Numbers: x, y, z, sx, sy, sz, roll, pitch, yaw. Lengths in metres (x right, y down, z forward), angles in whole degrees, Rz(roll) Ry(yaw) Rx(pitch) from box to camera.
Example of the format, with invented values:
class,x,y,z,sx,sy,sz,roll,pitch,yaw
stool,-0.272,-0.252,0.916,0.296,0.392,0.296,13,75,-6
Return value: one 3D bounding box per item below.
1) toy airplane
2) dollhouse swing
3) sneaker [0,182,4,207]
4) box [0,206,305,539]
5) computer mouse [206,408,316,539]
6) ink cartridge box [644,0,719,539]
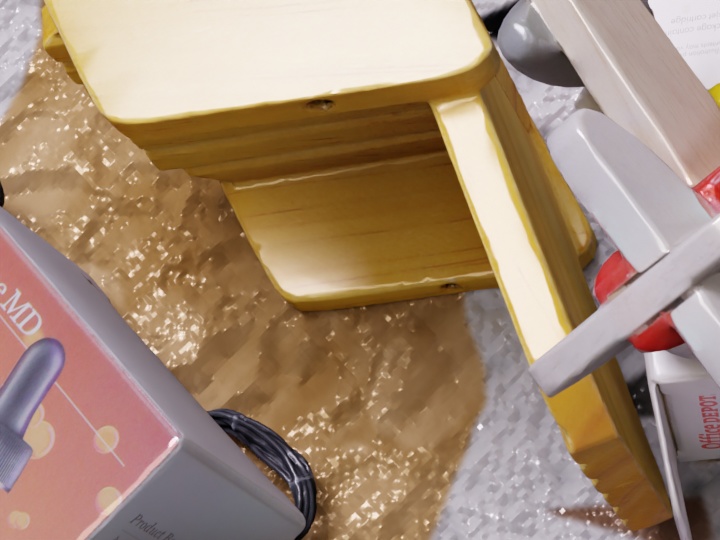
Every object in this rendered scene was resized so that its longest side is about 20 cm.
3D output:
class,x,y,z,sx,sy,sz,roll,pitch,yaw
toy airplane,0.116,-0.008,0.669,0.199,0.141,0.201,17,58,-18
dollhouse swing,0.000,0.000,0.790,0.181,0.200,0.176,-8,71,12
sneaker,-0.224,0.017,0.922,0.200,0.074,0.081,-27,74,14
box,-0.151,0.097,0.835,0.200,0.106,0.152,-46,59,1
computer mouse,-0.008,0.127,0.847,0.059,0.034,0.200,-44,61,18
ink cartridge box,0.130,-0.006,0.802,0.067,0.117,0.201,-7,72,10
